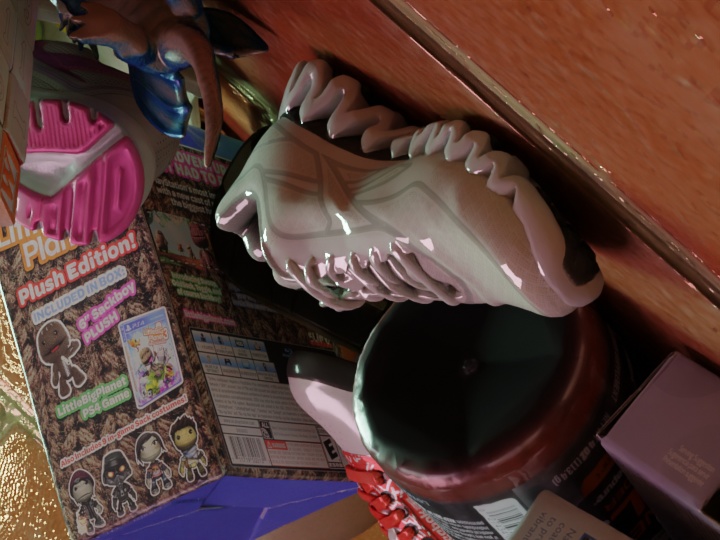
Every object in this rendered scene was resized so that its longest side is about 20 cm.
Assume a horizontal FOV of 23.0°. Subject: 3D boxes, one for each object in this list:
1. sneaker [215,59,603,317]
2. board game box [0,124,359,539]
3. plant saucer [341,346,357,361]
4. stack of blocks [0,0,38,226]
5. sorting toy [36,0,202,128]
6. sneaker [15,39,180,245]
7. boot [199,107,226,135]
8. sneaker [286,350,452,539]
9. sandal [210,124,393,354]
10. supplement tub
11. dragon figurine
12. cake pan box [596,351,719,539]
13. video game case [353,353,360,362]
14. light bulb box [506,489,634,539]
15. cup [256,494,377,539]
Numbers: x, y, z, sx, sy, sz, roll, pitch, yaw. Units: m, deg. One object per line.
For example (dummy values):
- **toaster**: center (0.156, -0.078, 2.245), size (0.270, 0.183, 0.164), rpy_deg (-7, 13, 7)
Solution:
- **sneaker**: center (0.013, -0.014, 0.646), size (0.075, 0.081, 0.200), rpy_deg (48, 170, -31)
- **board game box**: center (-0.093, 0.032, 0.916), size (0.159, 0.097, 0.201), rpy_deg (15, -128, -60)
- **plant saucer**: center (-0.004, 0.061, 1.149), size (0.200, 0.032, 0.201), rpy_deg (49, -164, -19)
- **stack of blocks**: center (-0.200, -0.116, 0.752), size (0.059, 0.114, 0.201), rpy_deg (79, -171, -60)
- **sorting toy**: center (-0.162, -0.121, 0.935), size (0.179, 0.107, 0.200), rpy_deg (30, 163, -4)
- **sneaker**: center (-0.169, -0.069, 0.830), size (0.199, 0.082, 0.088), rpy_deg (19, -155, 20)
- **boot**: center (-0.154, -0.110, 1.093), size (0.201, 0.071, 0.144), rpy_deg (41, 168, -17)
- **sneaker**: center (0.034, 0.123, 0.829), size (0.201, 0.108, 0.067), rpy_deg (30, 171, -23)
- **sandal**: center (0.000, 0.001, 0.849), size (0.201, 0.080, 0.057), rpy_deg (37, -174, 33)
- **supplement tub**: center (0.086, 0.085, 0.741), size (0.107, 0.107, 0.200), rpy_deg (35, 171, 45)
- **dragon figurine**: center (-0.081, -0.097, 0.734), size (0.200, 0.059, 0.099), rpy_deg (43, 177, 37)
- **cake pan box**: center (0.192, 0.129, 0.649), size (0.184, 0.052, 0.200), rpy_deg (33, 169, 43)
- **video game case**: center (0.099, 0.112, 0.974), size (0.199, 0.022, 0.182), rpy_deg (22, 167, 17)
- **light bulb box**: center (0.140, 0.208, 0.639), size (0.200, 0.125, 0.198), rpy_deg (27, 165, 42)
- **cup**: center (-0.054, 0.085, 1.304), size (0.200, 0.200, 0.144), rpy_deg (39, 146, 25)
